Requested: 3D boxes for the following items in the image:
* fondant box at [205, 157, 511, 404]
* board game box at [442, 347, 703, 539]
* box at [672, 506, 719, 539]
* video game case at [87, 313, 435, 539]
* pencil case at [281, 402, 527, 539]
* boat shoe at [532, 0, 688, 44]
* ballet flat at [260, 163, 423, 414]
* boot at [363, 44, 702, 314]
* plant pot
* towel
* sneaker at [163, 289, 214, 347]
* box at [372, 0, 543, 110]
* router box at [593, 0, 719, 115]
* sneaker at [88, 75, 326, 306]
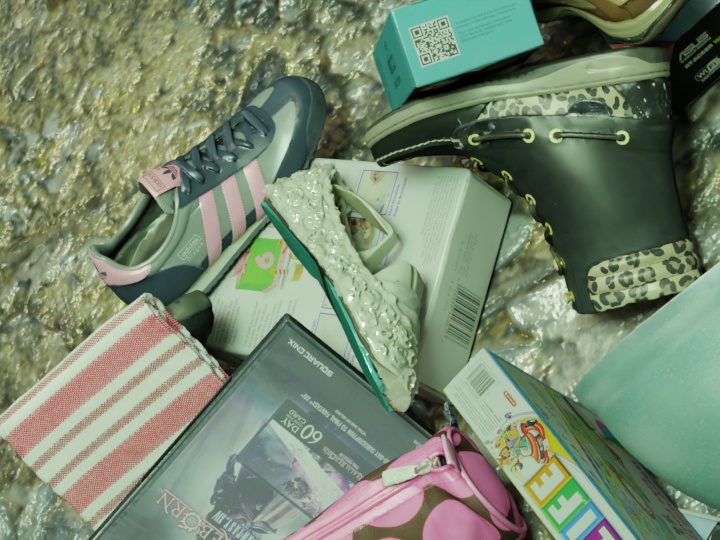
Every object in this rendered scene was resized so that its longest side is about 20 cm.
[{"bbox_3d":[-0.009,0.002,1.251,0.200,0.058,0.145,7,75,39],"label":"fondant box"},{"bbox_3d":[0.139,0.136,0.978,0.034,0.134,0.200,-47,48,11],"label":"board game box"},{"bbox_3d":[0.178,0.235,1.017,0.110,0.035,0.201,8,75,40],"label":"box"},{"bbox_3d":[-0.057,0.145,1.181,0.200,0.143,0.019,-49,12,9],"label":"video game case"},{"bbox_3d":[-0.003,0.172,1.129,0.200,0.094,0.091,-36,59,11],"label":"pencil case"},{"bbox_3d":[0.123,-0.195,1.119,0.076,0.074,0.200,-56,31,-3],"label":"boat shoe"},{"bbox_3d":[0.000,0.000,1.166,0.072,0.072,0.200,-44,51,14],"label":"ballet flat"},{"bbox_3d":[0.106,-0.044,1.132,0.203,0.073,0.154,-13,92,27],"label":"boot"},{"bbox_3d":[0.231,0.057,0.970,0.200,0.200,0.134,-40,77,16],"label":"plant pot"},{"bbox_3d":[-0.123,0.123,1.209,0.146,0.200,0.030,-38,16,18],"label":"towel"},{"bbox_3d":[-0.128,0.100,1.256,0.114,0.076,0.200,49,133,13],"label":"sneaker"},{"bbox_3d":[0.058,-0.140,1.166,0.082,0.200,0.049,-19,91,-2],"label":"box"},{"bbox_3d":[0.199,-0.220,1.186,0.150,0.062,0.200,-41,51,14],"label":"router box"},{"bbox_3d":[-0.103,-0.059,1.258,0.070,0.082,0.200,36,90,44],"label":"sneaker"}]
